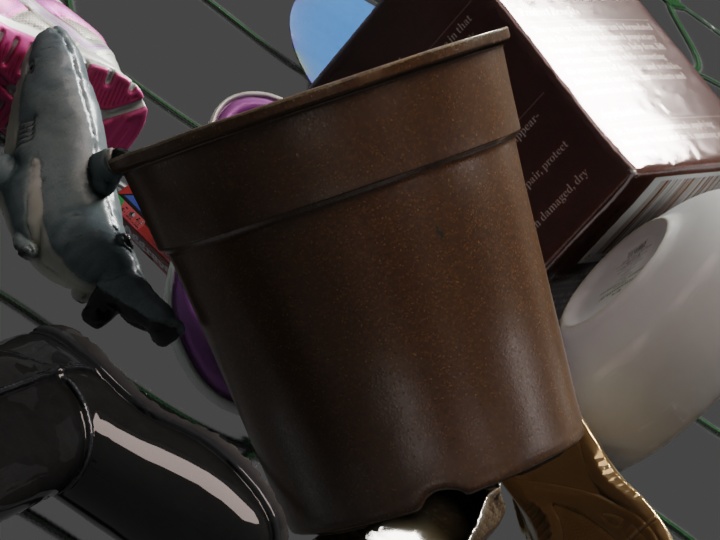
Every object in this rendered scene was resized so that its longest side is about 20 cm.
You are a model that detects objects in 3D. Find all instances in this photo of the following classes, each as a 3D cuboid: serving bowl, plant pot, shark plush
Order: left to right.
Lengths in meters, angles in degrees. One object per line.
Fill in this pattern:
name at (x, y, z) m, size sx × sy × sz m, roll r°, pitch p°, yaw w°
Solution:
shark plush at (-0.143, -0.037, 1.326) m, size 0.091 × 0.083 × 0.200 m, roll 23°, pitch 26°, yaw -31°
plant pot at (0.007, 0.009, 1.261) m, size 0.200 × 0.200 × 0.199 m, roll -25°, pitch 96°, yaw -65°
serving bowl at (0.165, 0.023, 1.495) m, size 0.066 × 0.200 × 0.200 m, roll 44°, pitch 21°, yaw -10°

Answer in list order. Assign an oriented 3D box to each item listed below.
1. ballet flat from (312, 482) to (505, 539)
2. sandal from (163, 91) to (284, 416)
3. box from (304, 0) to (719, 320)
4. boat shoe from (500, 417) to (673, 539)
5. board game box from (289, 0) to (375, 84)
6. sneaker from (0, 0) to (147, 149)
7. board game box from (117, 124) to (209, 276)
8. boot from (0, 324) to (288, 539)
ballet flat at (0.028, 0.129, 1.299) m, size 0.067 × 0.046 × 0.200 m, roll 40°, pitch 22°, yaw 11°
sandal at (-0.060, -0.017, 1.371) m, size 0.082 × 0.050 × 0.203 m, roll 1°, pitch 55°, yaw -6°
box at (0.103, -0.080, 1.620) m, size 0.166 × 0.164 × 0.200 m, roll -7°, pitch 54°, yaw -52°
boat shoe at (0.126, 0.144, 1.381) m, size 0.069 × 0.074 × 0.200 m, roll 51°, pitch 12°, yaw -54°
board game box at (0.027, -0.105, 1.769) m, size 0.200 × 0.039 × 0.158 m, roll 28°, pitch 33°, yaw -19°
sneaker at (-0.211, -0.126, 1.425) m, size 0.200 × 0.081 × 0.088 m, roll 31°, pitch 18°, yaw -30°
board game box at (-0.031, 0.003, 1.411) m, size 0.103 × 0.019 × 0.200 m, roll -38°, pitch 71°, yaw -22°
boot at (-0.140, 0.092, 1.099) m, size 0.165 × 0.066 × 0.200 m, roll 35°, pitch 17°, yaw 20°
